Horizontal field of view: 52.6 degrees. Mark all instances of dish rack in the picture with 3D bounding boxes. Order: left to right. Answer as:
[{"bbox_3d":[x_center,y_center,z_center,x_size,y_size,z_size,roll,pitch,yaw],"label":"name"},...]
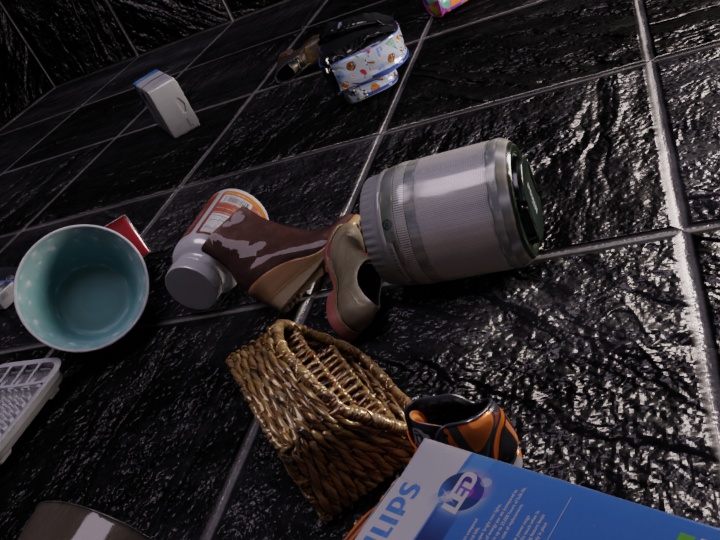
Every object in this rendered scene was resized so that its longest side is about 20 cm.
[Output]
[{"bbox_3d":[-0.539,0.218,1.081,0.171,0.044,0.200,-8,35,26],"label":"dish rack"}]

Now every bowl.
[{"bbox_3d":[-0.434,0.037,1.165,0.201,0.201,0.105,-35,-5,-15],"label":"bowl"}]

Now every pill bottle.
[{"bbox_3d":[-0.230,-0.034,1.166,0.112,0.112,0.200,-9,35,26],"label":"pill bottle"}]

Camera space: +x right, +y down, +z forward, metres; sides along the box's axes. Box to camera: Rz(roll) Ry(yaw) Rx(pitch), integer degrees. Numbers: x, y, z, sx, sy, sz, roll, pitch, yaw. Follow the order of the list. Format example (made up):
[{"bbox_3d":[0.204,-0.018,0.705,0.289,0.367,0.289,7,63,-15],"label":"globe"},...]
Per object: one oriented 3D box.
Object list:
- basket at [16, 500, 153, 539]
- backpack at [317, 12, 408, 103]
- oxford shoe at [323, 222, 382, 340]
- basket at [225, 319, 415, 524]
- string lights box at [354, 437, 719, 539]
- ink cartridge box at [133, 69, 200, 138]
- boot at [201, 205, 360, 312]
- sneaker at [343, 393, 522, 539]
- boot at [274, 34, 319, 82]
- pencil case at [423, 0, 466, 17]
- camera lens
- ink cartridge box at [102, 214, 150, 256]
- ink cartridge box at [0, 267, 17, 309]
[{"bbox_3d":[-0.281,0.329,0.643,0.180,0.136,0.200,-8,39,34],"label":"basket"},{"bbox_3d":[0.012,-0.474,1.617,0.190,0.154,0.200,-25,38,14],"label":"backpack"},{"bbox_3d":[0.000,0.000,0.963,0.075,0.070,0.200,-38,37,29],"label":"oxford shoe"},{"bbox_3d":[-0.037,0.124,0.756,0.149,0.143,0.200,-32,32,-9],"label":"basket"},{"bbox_3d":[0.091,0.154,0.332,0.200,0.059,0.103,8,41,41],"label":"string lights box"},{"bbox_3d":[-0.533,-0.458,1.997,0.084,0.145,0.200,-34,32,-13],"label":"ink cartridge box"},{"bbox_3d":[-0.113,-0.051,1.076,0.166,0.072,0.200,39,70,16],"label":"boot"},{"bbox_3d":[0.047,0.179,0.640,0.200,0.112,0.078,-36,32,-17],"label":"sneaker"},{"bbox_3d":[-0.147,-0.564,1.962,0.200,0.075,0.097,-14,44,32],"label":"boot"},{"bbox_3d":[0.258,-0.742,1.906,0.200,0.088,0.088,-36,32,-15],"label":"pencil case"},{"bbox_3d":[0.118,-0.070,0.916,0.200,0.160,0.160,-11,34,23],"label":"camera lens"},{"bbox_3d":[-0.480,-0.009,1.288,0.200,0.084,0.176,-36,11,-16],"label":"ink cartridge box"},{"bbox_3d":[-0.777,0.037,1.536,0.200,0.039,0.100,-3,39,35],"label":"ink cartridge box"}]
